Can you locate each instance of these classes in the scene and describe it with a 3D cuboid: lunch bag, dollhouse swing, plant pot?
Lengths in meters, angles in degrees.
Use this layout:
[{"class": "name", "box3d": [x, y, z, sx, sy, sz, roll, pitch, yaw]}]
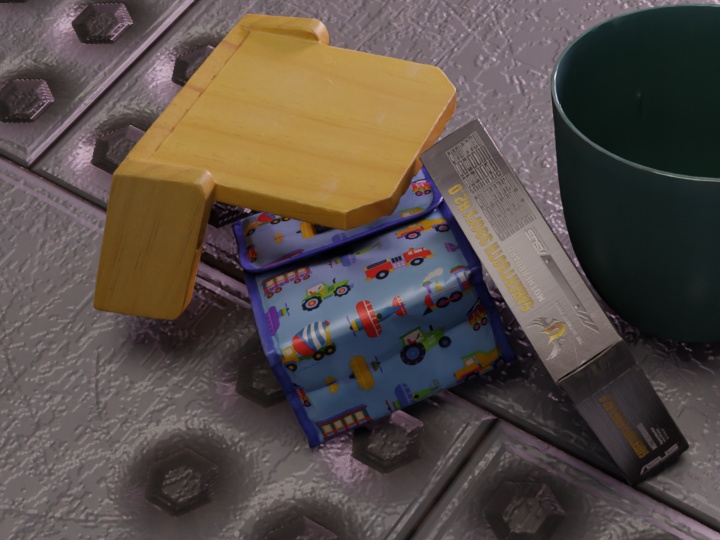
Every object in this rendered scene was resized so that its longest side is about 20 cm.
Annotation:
[{"class": "lunch bag", "box3d": [0.000, 0.000, 1.219, 0.150, 0.094, 0.201, -23, 39, 1]}, {"class": "dollhouse swing", "box3d": [-0.052, -0.054, 1.213, 0.175, 0.182, 0.200, 24, 44, 7]}, {"class": "plant pot", "box3d": [0.221, -0.053, 1.158, 0.199, 0.162, 0.201, -2, 39, 2]}]

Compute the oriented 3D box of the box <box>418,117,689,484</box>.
[{"class": "box", "box3d": [0.123, 0.020, 1.128, 0.048, 0.158, 0.201, -33, 53, 6]}]
